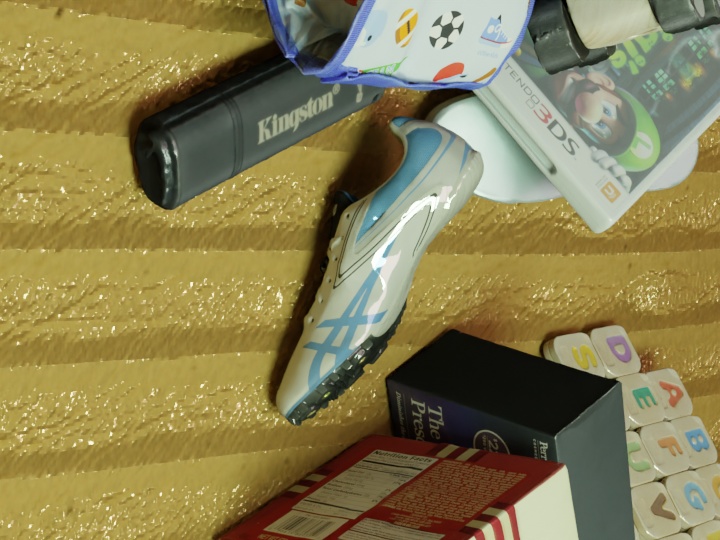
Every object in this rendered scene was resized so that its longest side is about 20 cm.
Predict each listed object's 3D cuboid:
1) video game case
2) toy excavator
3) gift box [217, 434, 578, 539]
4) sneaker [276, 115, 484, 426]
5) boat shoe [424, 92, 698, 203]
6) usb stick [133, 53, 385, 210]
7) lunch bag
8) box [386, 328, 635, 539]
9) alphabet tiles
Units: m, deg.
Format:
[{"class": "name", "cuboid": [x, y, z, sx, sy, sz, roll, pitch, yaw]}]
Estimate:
[{"class": "video game case", "cuboid": [0.150, -0.147, 1.376, 0.182, 0.023, 0.200, 49, 54, -2]}, {"class": "toy excavator", "cuboid": [0.151, -0.233, 1.316, 0.194, 0.099, 0.201, -22, 96, -69]}, {"class": "gift box", "cuboid": [0.021, 0.228, 1.309, 0.200, 0.184, 0.188, -29, 115, -40]}, {"class": "sneaker", "cuboid": [0.000, 0.000, 1.301, 0.201, 0.072, 0.072, -60, 171, -1]}, {"class": "boat shoe", "cuboid": [0.116, -0.084, 1.415, 0.199, 0.091, 0.071, 2, 101, -25]}, {"class": "usb stick", "cuboid": [-0.052, -0.091, 1.215, 0.200, 0.032, 0.056, -31, 125, -44]}, {"class": "lunch bag", "cuboid": [0.023, -0.202, 1.202, 0.170, 0.123, 0.201, -3, 98, -54]}, {"class": "box", "cuboid": [0.103, 0.156, 1.413, 0.079, 0.141, 0.201, -36, 128, -41]}, {"class": "alphabet tiles", "cuboid": [0.201, 0.132, 1.532, 0.195, 0.015, 0.201, -6, 65, -51]}]
